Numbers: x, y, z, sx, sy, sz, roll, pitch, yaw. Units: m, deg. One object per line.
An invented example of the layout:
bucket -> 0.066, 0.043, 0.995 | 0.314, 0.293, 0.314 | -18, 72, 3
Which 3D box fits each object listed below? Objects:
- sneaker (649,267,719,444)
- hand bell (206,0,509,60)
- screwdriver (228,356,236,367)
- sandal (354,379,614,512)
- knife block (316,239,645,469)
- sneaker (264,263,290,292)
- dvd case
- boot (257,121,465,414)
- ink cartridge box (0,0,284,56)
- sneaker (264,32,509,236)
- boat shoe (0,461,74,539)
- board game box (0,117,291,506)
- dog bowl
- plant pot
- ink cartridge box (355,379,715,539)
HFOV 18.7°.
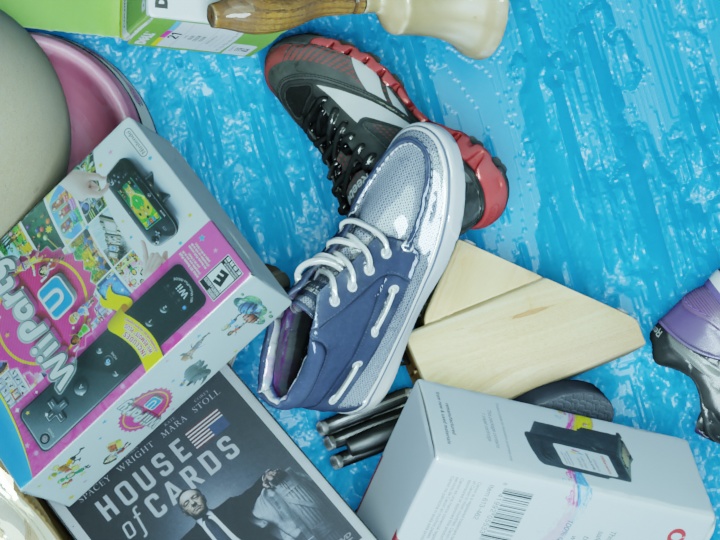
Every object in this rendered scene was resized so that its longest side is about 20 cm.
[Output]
sneaker -> 0.281, 0.102, 1.519 | 0.087, 0.076, 0.200 | -39, 82, 7
hand bell -> -0.010, -0.182, 1.482 | 0.199, 0.104, 0.105 | -11, 83, -24
screwdriver -> -0.105, 0.115, 1.481 | 0.029, 0.028, 0.201 | 24, 95, -24
sandal -> 0.076, 0.126, 1.476 | 0.199, 0.076, 0.043 | -31, 43, 11
knife block -> 0.073, 0.079, 1.502 | 0.199, 0.064, 0.177 | 24, 82, -1
sneaker -> -0.144, 0.026, 1.483 | 0.199, 0.071, 0.076 | -25, 71, -22
dvd case -> -0.092, 0.164, 1.394 | 0.150, 0.025, 0.200 | -38, 60, -10
boot -> 0.000, 0.000, 1.400 | 0.072, 0.090, 0.201 | 24, 103, 35
ink cartridge box -> -0.153, -0.234, 1.495 | 0.198, 0.076, 0.149 | 4, 81, -22
sneaker -> 0.004, -0.086, 1.494 | 0.200, 0.071, 0.098 | 39, 46, 11
boat shoe -> -0.232, 0.175, 1.429 | 0.069, 0.074, 0.200 | -37, 89, -3
board game box -> -0.166, 0.027, 1.392 | 0.200, 0.064, 0.148 | -43, 64, 8
dog bowl -> -0.234, -0.073, 1.496 | 0.198, 0.074, 0.202 | 1, 82, -5
plant pot -> -0.288, -0.096, 1.392 | 0.198, 0.134, 0.202 | 0, 83, -3
ink cartridge box -> 0.108, 0.169, 1.427 | 0.199, 0.083, 0.146 | 14, 122, -17
